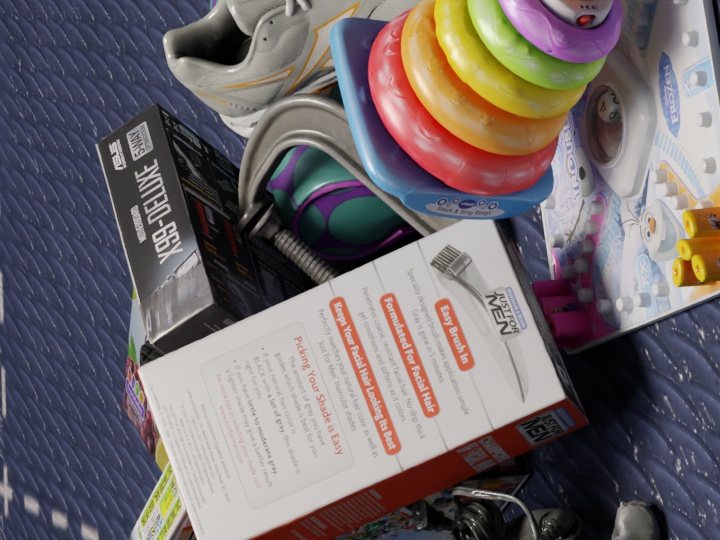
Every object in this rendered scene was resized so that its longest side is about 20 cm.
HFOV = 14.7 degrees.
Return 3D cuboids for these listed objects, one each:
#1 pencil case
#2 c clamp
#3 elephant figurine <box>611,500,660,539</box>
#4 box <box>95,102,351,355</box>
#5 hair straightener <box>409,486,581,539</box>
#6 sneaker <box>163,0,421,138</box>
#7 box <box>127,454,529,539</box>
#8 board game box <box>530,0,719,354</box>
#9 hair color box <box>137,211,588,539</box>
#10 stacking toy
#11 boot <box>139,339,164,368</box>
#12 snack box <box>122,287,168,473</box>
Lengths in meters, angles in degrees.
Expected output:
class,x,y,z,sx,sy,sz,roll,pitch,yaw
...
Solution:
class,x,y,z,sx,sy,sz,roll,pitch,yaw
pencil case,-0.026,-0.098,1.663,0.085,0.092,0.200,-31,53,16
c clamp,0.000,0.000,1.566,0.200,0.027,0.171,46,135,1
elephant figurine,0.075,0.209,1.311,0.155,0.200,0.142,-140,50,-61
box,-0.063,0.013,1.638,0.050,0.200,0.158,-33,50,18
hair straightener,0.062,0.145,1.445,0.200,0.077,0.041,126,156,-76
sneaker,-0.023,-0.146,1.553,0.200,0.092,0.076,-35,52,24
box,-0.019,0.130,1.529,0.110,0.200,0.035,119,141,-54
board game box,0.122,-0.072,1.383,0.200,0.026,0.200,151,113,-66
hair color box,0.001,0.064,1.412,0.064,0.200,0.111,46,-159,-67
stacking toy,0.084,-0.119,1.332,0.200,0.116,0.110,-45,51,44
boot,-0.082,0.140,1.791,0.200,0.070,0.132,42,135,32
snack box,-0.108,0.081,1.931,0.200,0.053,0.142,-130,43,-54
